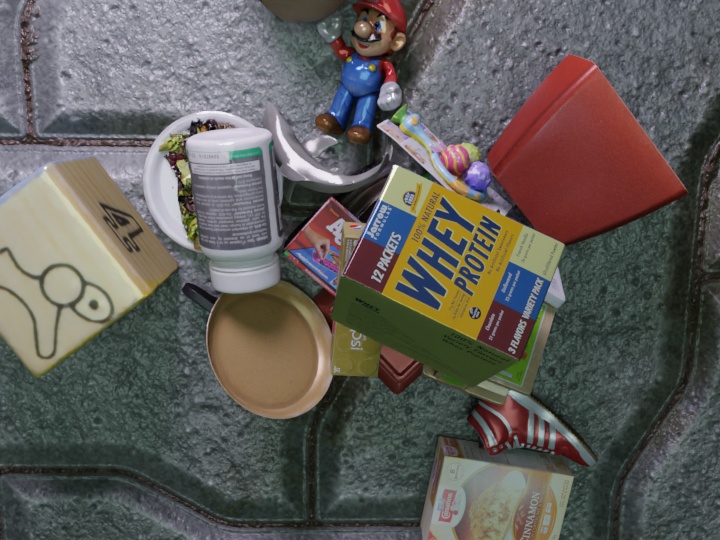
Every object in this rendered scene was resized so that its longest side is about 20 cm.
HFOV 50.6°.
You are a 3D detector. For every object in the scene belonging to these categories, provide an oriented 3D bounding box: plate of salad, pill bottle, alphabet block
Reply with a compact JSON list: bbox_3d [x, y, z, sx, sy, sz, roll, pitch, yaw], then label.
[{"bbox_3d":[-0.207,-0.120,1.066,0.198,0.048,0.202,0,101,-1],"label":"plate of salad"},{"bbox_3d":[-0.161,-0.079,1.003,0.112,0.113,0.202,-4,108,-1],"label":"pill bottle"},{"bbox_3d":[-0.388,-0.013,1.006,0.195,0.196,0.201,-34,101,6],"label":"alphabet block"}]

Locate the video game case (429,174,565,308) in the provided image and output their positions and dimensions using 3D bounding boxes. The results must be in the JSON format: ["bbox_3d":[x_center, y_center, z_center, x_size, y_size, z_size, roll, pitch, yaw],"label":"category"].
[{"bbox_3d":[0.173,-0.045,0.981,0.199,0.144,0.018,30,121,-14],"label":"video game case"}]

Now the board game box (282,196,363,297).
[{"bbox_3d":[0.000,0.000,1.057,0.200,0.019,0.103,40,102,-17],"label":"board game box"}]

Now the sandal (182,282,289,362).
[{"bbox_3d":[-0.165,0.070,1.095,0.199,0.075,0.045,37,89,-6],"label":"sandal"}]

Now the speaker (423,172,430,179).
[{"bbox_3d":[0.158,-0.054,1.074,0.199,0.088,0.089,38,98,-8],"label":"speaker"}]

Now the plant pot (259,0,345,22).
[{"bbox_3d":[-0.074,-0.397,0.960,0.198,0.201,0.135,-7,135,-1],"label":"plant pot"}]

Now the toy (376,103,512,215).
[{"bbox_3d":[0.124,-0.148,1.002,0.200,0.115,0.047,40,122,6],"label":"toy"}]

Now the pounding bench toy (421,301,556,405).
[{"bbox_3d":[0.131,0.082,1.022,0.198,0.156,0.125,21,73,1],"label":"pounding bench toy"}]

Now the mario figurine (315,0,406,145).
[{"bbox_3d":[-0.004,-0.276,1.011,0.122,0.106,0.202,12,105,-17],"label":"mario figurine"}]

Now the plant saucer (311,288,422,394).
[{"bbox_3d":[0.060,0.056,1.117,0.199,0.037,0.200,-43,100,6],"label":"plant saucer"}]

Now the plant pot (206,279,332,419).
[{"bbox_3d":[-0.125,0.107,1.049,0.200,0.200,0.027,47,140,-10],"label":"plant pot"}]

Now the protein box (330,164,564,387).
[{"bbox_3d":[0.086,0.016,0.850,0.197,0.200,0.136,25,73,2],"label":"protein box"}]

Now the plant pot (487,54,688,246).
[{"bbox_3d":[0.278,-0.146,1.013,0.176,0.200,0.200,-37,101,16],"label":"plant pot"}]

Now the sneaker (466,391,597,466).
[{"bbox_3d":[0.252,0.254,1.145,0.200,0.071,0.113,39,94,-1],"label":"sneaker"}]

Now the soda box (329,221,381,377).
[{"bbox_3d":[0.000,0.041,1.028,0.067,0.064,0.202,4,111,-6],"label":"soda box"}]

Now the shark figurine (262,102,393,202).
[{"bbox_3d":[-0.059,-0.133,1.004,0.213,0.089,0.129,20,109,24],"label":"shark figurine"}]

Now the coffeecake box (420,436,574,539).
[{"bbox_3d":[0.204,0.352,1.162,0.198,0.073,0.155,9,102,-3],"label":"coffeecake box"}]

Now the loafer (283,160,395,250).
[{"bbox_3d":[-0.018,-0.075,1.077,0.200,0.073,0.071,-40,110,11],"label":"loafer"}]
